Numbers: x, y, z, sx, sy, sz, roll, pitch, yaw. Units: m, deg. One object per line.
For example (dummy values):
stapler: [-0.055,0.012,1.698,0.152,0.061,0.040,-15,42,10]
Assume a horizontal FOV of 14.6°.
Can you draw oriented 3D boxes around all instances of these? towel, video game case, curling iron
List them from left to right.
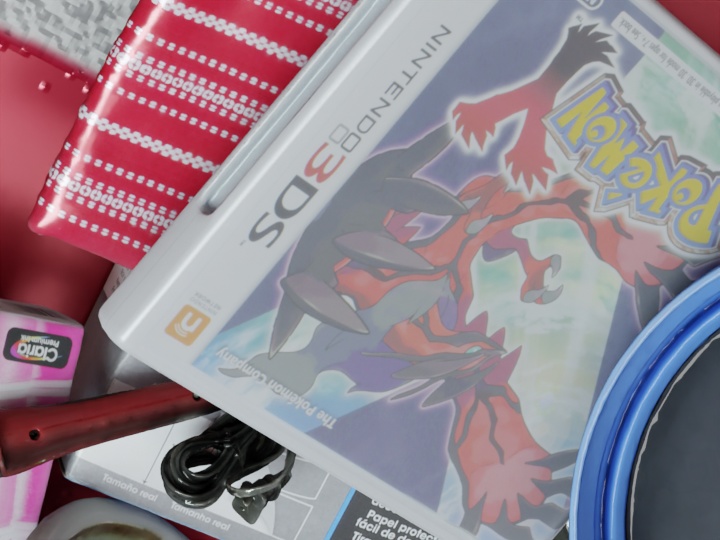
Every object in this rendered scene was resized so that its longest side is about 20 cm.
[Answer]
curling iron: [-0.107,0.061,0.880,0.199,0.050,0.026,-4,142,-25]
towel: [0.003,-0.069,0.876,0.144,0.023,0.200,24,107,-22]
video game case: [0.044,-0.007,0.889,0.182,0.023,0.200,-49,131,8]

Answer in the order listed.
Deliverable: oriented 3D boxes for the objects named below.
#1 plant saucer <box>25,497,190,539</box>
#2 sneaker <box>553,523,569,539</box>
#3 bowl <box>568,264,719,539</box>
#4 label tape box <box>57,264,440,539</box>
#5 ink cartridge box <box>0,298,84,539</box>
plant saucer: [-0.070,0.175,0.919,0.050,0.200,0.200,-25,113,20]
sneaker: [0.130,0.048,0.988,0.075,0.088,0.201,24,103,-20]
bowl: [0.167,0.084,0.897,0.200,0.039,0.202,0,91,10]
label tape box: [0.000,0.000,0.958,0.144,0.063,0.201,23,102,-18]
ink cartridge box: [-0.158,0.102,0.902,0.094,0.037,0.201,12,96,-35]
